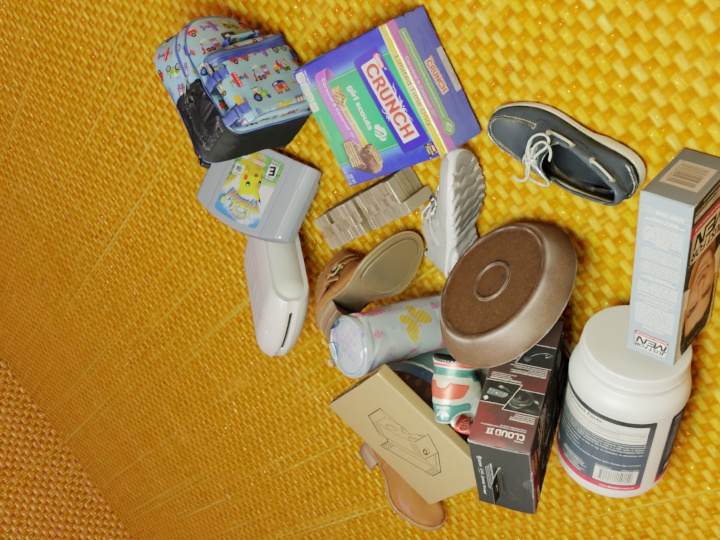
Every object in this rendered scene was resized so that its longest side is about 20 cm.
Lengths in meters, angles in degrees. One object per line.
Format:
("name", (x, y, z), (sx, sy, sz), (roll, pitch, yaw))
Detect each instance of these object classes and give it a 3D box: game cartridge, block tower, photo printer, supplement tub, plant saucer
("game cartridge", (-0.160, -0.122, 1.503), (0.199, 0.040, 0.135), (26, 95, 33))
("block tower", (0.015, -0.088, 1.383), (0.199, 0.054, 0.058), (-21, 104, 53))
("photo printer", (-0.131, 0.020, 1.546), (0.167, 0.068, 0.202), (111, 152, -51))
("supplement tub", (0.310, 0.156, 1.175), (0.139, 0.140, 0.202), (29, 138, 30))
("plant saucer", (0.165, 0.019, 1.183), (0.034, 0.202, 0.199), (38, 154, -31))

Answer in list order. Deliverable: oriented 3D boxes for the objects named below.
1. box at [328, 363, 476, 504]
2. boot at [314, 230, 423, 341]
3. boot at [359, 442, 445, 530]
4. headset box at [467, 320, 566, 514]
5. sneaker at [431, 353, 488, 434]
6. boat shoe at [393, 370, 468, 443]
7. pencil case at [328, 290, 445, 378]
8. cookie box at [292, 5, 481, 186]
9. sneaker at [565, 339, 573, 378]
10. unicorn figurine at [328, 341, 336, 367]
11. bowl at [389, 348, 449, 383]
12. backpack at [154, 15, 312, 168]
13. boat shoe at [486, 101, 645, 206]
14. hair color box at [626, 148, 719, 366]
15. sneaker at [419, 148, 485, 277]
("box", (0.063, 0.220, 1.312), (0.200, 0.021, 0.163), (44, 146, -3))
("boot", (0.000, 0.000, 1.434), (0.074, 0.200, 0.155), (40, -171, -22))
("boot", (0.090, 0.329, 1.637), (0.200, 0.074, 0.155), (45, 140, 7))
("headset box", (0.188, 0.177, 1.177), (0.076, 0.202, 0.150), (10, 145, 21))
("sneaker", (0.143, 0.162, 1.275), (0.070, 0.199, 0.095), (6, 83, 31))
("boat shoe", (0.095, 0.213, 1.351), (0.199, 0.075, 0.072), (37, 144, 24))
("pencil case", (0.054, 0.085, 1.356), (0.091, 0.198, 0.084), (-45, 65, 52))
("cookie box", (0.030, -0.212, 1.242), (0.199, 0.075, 0.173), (-13, 109, 52))
("sneaker", (0.214, 0.095, 1.289), (0.078, 0.079, 0.201), (-20, 105, 53))
("unicorn figurine", (0.007, 0.105, 1.510), (0.198, 0.137, 0.075), (15, 104, 23))
("bowl", (0.131, 0.187, 1.438), (0.200, 0.105, 0.203), (30, 139, 30))
("backpack", (-0.175, -0.265, 1.356), (0.134, 0.181, 0.202), (-41, 75, 47))
("boat shoe", (0.218, -0.127, 1.110), (0.199, 0.062, 0.075), (33, 142, 27))
("hair color box", (0.333, -0.012, 1.042), (0.060, 0.099, 0.202), (23, 135, 33))
("sneaker", (0.106, -0.071, 1.272), (0.081, 0.075, 0.202), (27, 138, 29))
